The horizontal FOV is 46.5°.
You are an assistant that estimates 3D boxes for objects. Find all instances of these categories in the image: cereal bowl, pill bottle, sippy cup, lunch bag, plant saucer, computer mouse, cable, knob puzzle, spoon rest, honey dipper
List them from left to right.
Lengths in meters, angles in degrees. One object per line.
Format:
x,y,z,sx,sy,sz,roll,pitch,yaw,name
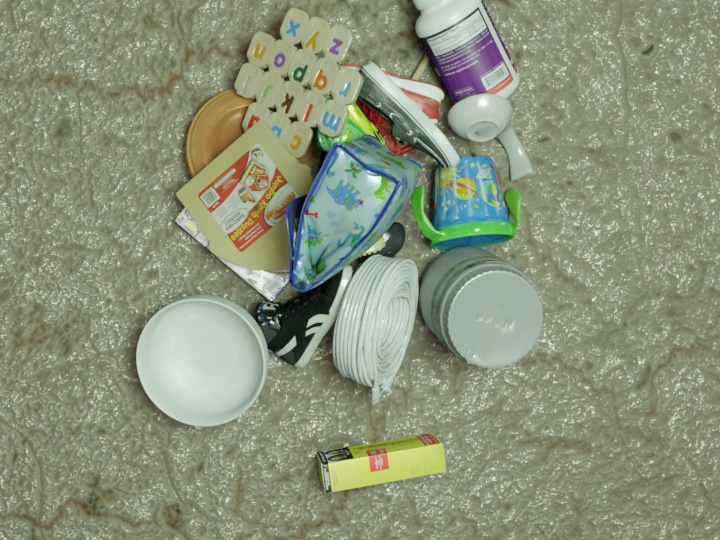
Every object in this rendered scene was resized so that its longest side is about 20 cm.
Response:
-0.232,0.130,1.274,0.198,0.083,0.202,1,100,7,cereal bowl
-0.168,-0.186,1.287,0.198,0.037,0.202,2,85,-17,plant saucer
-0.145,-0.089,1.236,0.217,0.030,0.222,2,100,11,knob puzzle
-0.020,-0.075,1.142,0.127,0.170,0.201,31,110,7,lunch bag
0.000,0.000,1.332,0.200,0.034,0.059,-46,139,-4,computer mouse
0.027,0.075,1.278,0.069,0.201,0.201,15,53,23,cable
0.089,-0.306,1.344,0.038,0.038,0.201,33,84,-10,honey dipper
0.158,-0.350,1.293,0.112,0.112,0.201,-35,112,-6,pill bottle
0.169,-0.109,1.324,0.138,0.178,0.132,-9,82,24,sippy cup
0.209,-0.217,1.318,0.099,0.200,0.061,-20,55,27,spoon rest

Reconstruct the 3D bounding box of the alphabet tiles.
-0.092,-0.273,1.222,0.199,0.015,0.197,27,100,23,alphabet tiles

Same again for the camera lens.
0.180,0.053,1.287,0.158,0.200,0.162,-1,100,-7,camera lens

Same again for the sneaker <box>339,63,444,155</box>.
0.023,-0.241,1.279,0.198,0.078,0.117,10,82,2,sneaker

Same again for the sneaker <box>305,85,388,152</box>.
-0.018,-0.193,1.244,0.083,0.074,0.201,-37,85,15,sneaker

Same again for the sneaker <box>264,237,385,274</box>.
-0.064,-0.054,1.279,0.198,0.075,0.091,-14,99,-7,sneaker

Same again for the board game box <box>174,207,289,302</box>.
-0.178,-0.058,1.315,0.200,0.032,0.120,40,82,-9,board game box

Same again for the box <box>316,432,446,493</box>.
0.032,0.307,1.344,0.198,0.075,0.051,-7,94,-8,box

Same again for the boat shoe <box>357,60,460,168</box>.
0.062,-0.218,1.230,0.057,0.069,0.200,-44,93,3,boat shoe

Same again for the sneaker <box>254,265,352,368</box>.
-0.098,0.058,1.274,0.111,0.073,0.201,23,119,-12,sneaker

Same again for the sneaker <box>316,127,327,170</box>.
-0.035,-0.152,1.312,0.090,0.076,0.201,-24,96,-4,sneaker
